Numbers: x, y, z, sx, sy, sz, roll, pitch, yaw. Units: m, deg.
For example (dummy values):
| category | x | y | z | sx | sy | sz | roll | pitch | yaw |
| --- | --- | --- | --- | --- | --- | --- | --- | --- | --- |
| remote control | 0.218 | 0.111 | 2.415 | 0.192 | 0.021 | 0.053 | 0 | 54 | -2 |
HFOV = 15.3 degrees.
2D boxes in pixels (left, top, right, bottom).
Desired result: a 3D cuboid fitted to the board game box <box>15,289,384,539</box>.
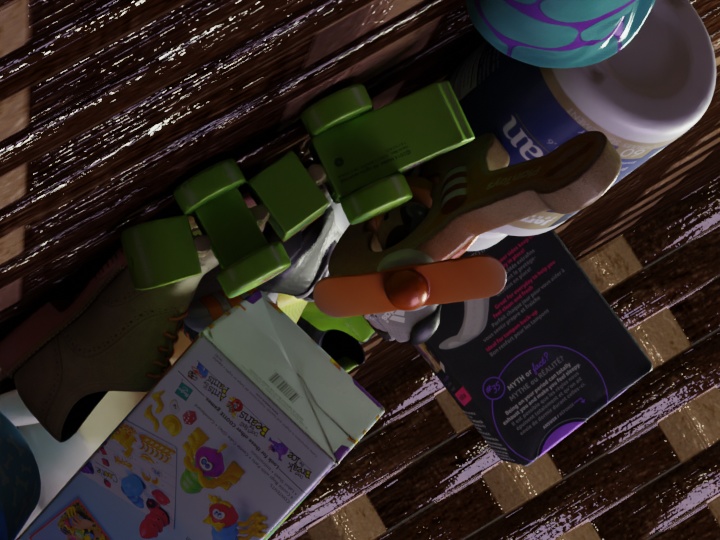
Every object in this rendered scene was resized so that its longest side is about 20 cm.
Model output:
| category | x | y | z | sx | sy | sz | roll | pitch | yaw |
| --- | --- | --- | --- | --- | --- | --- | --- | --- | --- |
| board game box | -0.098 | 0.125 | 1.513 | 0.200 | 0.105 | 0.103 | -47 | 178 | 21 |

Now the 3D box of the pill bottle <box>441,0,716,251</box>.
| category | x | y | z | sx | sy | sz | roll | pitch | yaw |
| --- | --- | --- | --- | --- | --- | --- | --- | --- | --- |
| pill bottle | 0.104 | -0.087 | 1.531 | 0.111 | 0.111 | 0.200 | -27 | 173 | -37 |

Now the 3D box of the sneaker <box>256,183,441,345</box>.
| category | x | y | z | sx | sy | sz | roll | pitch | yaw |
| --- | --- | --- | --- | --- | --- | --- | --- | --- | --- |
| sneaker | 0.000 | 0.000 | 1.567 | 0.075 | 0.116 | 0.200 | -43 | -179 | 18 |

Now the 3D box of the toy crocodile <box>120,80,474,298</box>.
| category | x | y | z | sx | sy | sz | roll | pitch | yaw |
| --- | --- | --- | --- | --- | --- | --- | --- | --- | --- |
| toy crocodile | -0.034 | -0.042 | 1.420 | 0.200 | 0.068 | 0.062 | -30 | 177 | -5 |

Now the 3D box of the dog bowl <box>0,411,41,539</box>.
| category | x | y | z | sx | sy | sz | roll | pitch | yaw |
| --- | --- | --- | --- | --- | --- | --- | --- | --- | --- |
| dog bowl | -0.261 | 0.138 | 1.593 | 0.200 | 0.112 | 0.050 | -38 | -176 | 47 |

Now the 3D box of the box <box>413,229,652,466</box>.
| category | x | y | z | sx | sy | sz | roll | pitch | yaw |
| --- | --- | --- | --- | --- | --- | --- | --- | --- | --- |
| box | 0.096 | 0.026 | 1.907 | 0.122 | 0.200 | 0.106 | -37 | -177 | -6 |

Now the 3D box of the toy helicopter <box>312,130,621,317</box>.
| category | x | y | z | sx | sy | sz | roll | pitch | yaw |
| --- | --- | --- | --- | --- | --- | --- | --- | --- | --- |
| toy helicopter | 0.055 | -0.029 | 1.431 | 0.200 | 0.079 | 0.132 | -18 | -150 | 45 |

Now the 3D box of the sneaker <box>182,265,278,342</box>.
| category | x | y | z | sx | sy | sz | roll | pitch | yaw |
| --- | --- | --- | --- | --- | --- | --- | --- | --- | --- |
| sneaker | -0.074 | 0.056 | 1.641 | 0.077 | 0.112 | 0.200 | -20 | -169 | -2 |

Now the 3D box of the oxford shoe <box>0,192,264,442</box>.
| category | x | y | z | sx | sy | sz | roll | pitch | yaw |
| --- | --- | --- | --- | --- | --- | --- | --- | --- | --- |
| oxford shoe | -0.118 | 0.025 | 1.506 | 0.200 | 0.074 | 0.071 | -36 | 170 | 31 |

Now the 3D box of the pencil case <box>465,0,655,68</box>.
| category | x | y | z | sx | sy | sz | roll | pitch | yaw |
| --- | --- | --- | --- | --- | --- | --- | --- | --- | --- |
| pencil case | 0.094 | -0.146 | 1.118 | 0.092 | 0.085 | 0.200 | -15 | 173 | -4 |

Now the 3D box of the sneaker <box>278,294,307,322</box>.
| category | x | y | z | sx | sy | sz | roll | pitch | yaw |
| --- | --- | --- | --- | --- | --- | --- | --- | --- | --- |
| sneaker | -0.080 | 0.062 | 1.863 | 0.078 | 0.091 | 0.200 | -11 | 160 | -30 |

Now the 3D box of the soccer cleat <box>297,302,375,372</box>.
| category | x | y | z | sx | sy | sz | roll | pitch | yaw |
| --- | --- | --- | --- | --- | --- | --- | --- | --- | --- |
| soccer cleat | -0.041 | 0.048 | 1.938 | 0.067 | 0.081 | 0.200 | -29 | 175 | -27 |

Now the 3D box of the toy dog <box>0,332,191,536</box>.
| category | x | y | z | sx | sy | sz | roll | pitch | yaw |
| --- | --- | --- | --- | --- | --- | --- | --- | --- | --- |
| toy dog | -0.185 | 0.130 | 1.764 | 0.193 | 0.140 | 0.200 | -10 | 162 | -37 |
